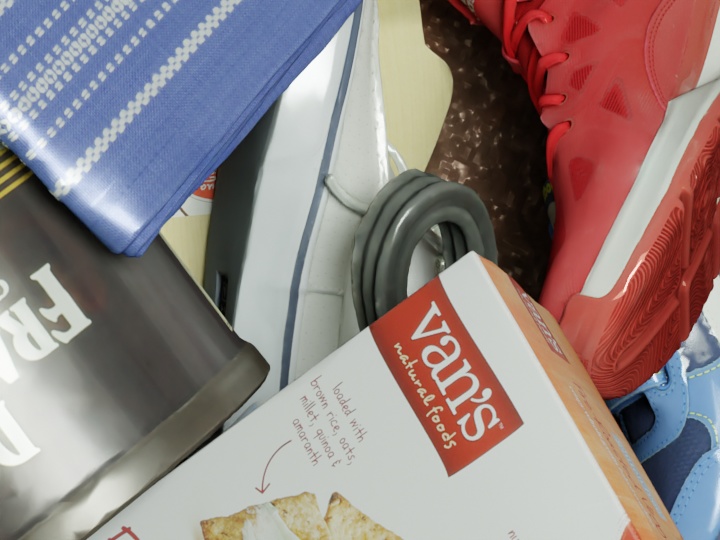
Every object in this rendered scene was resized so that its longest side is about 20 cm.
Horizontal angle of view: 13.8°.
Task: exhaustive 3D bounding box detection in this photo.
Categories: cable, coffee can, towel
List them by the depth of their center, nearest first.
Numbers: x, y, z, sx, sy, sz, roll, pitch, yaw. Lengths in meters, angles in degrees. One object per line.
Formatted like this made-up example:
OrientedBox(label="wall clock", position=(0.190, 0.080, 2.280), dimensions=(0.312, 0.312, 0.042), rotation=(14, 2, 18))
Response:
OrientedBox(label="towel", position=(-0.094, -0.113, 0.796), dimensions=(0.200, 0.024, 0.145), rotation=(45, 53, -9))
OrientedBox(label="coffee can", position=(-0.142, -0.007, 0.820), dimensions=(0.146, 0.146, 0.200), rotation=(-38, 94, -16))
OrientedBox(label="cable", position=(0.023, 0.063, 0.886), dimensions=(0.097, 0.050, 0.201), rotation=(-37, 123, -17))

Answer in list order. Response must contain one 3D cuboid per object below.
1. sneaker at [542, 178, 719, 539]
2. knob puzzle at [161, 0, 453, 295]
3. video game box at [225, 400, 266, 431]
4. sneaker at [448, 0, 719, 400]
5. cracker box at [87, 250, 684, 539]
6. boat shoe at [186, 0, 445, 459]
OrientedBox(label="sneaker", position=(0.095, 0.008, 0.949), dimensions=(0.082, 0.074, 0.201), rotation=(8, 71, -13))
OrientedBox(label="knob puzzle", position=(-0.069, -0.048, 0.928), dimensions=(0.218, 0.030, 0.221), rotation=(-2, 96, -15))
OrientedBox(label="video game box", position=(-0.040, 0.169, 0.821), dimensions=(0.200, 0.047, 0.182), rotation=(-45, 58, 6))
OrientedBox(label="sneaker", position=(0.061, -0.052, 0.896), dimensions=(0.115, 0.079, 0.201), rotation=(15, 49, 16))
OrientedBox(label="cracker box", position=(-0.010, 0.109, 0.767), dimensions=(0.200, 0.058, 0.134), rotation=(-37, 57, 11))
OrientedBox(label="boat shoe", position=(0.001, 0.002, 0.899), dimensions=(0.085, 0.075, 0.204), rotation=(5, 98, -15))
